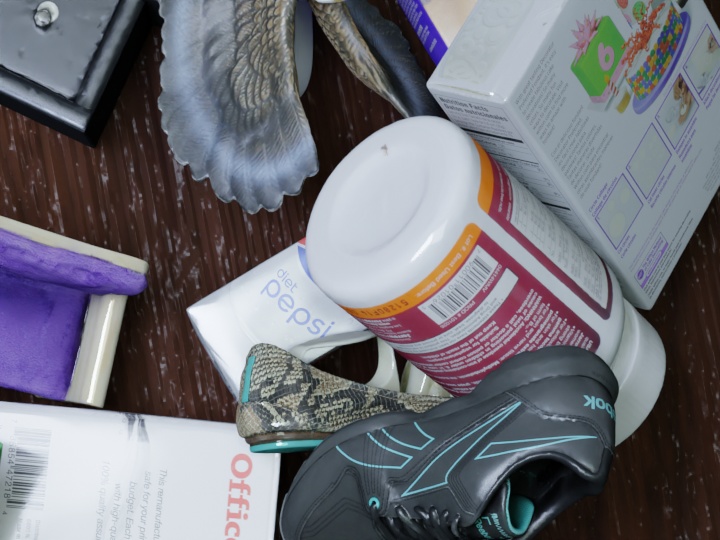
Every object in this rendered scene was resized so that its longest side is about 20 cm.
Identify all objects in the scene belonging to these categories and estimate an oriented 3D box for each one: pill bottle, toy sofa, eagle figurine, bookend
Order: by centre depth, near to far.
[{"bbox_3d":[0.071,0.015,1.079,0.200,0.109,0.110,39,83,-37],"label":"pill bottle"},{"bbox_3d":[-0.217,0.012,1.090,0.199,0.097,0.084,19,79,-37],"label":"toy sofa"},{"bbox_3d":[-0.033,-0.148,1.091,0.150,0.151,0.202,1,115,10],"label":"eagle figurine"},{"bbox_3d":[-0.227,-0.108,1.147,0.197,0.092,0.202,26,85,-1],"label":"bookend"}]

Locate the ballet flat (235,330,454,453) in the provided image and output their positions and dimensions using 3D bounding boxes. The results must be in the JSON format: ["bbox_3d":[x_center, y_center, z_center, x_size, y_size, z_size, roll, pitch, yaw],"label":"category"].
[{"bbox_3d":[0.017,0.072,1.124,0.199,0.068,0.076,12,72,-39],"label":"ballet flat"}]

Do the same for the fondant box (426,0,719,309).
[{"bbox_3d":[0.133,-0.094,1.112,0.058,0.200,0.145,17,68,40],"label":"fondant box"}]

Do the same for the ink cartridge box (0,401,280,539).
[{"bbox_3d":[-0.148,0.151,1.135,0.198,0.084,0.147,6,85,-2],"label":"ink cartridge box"}]

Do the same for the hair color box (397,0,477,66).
[{"bbox_3d":[0.060,-0.205,1.186,0.109,0.065,0.201,-31,86,-5],"label":"hair color box"}]

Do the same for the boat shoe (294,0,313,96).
[{"bbox_3d":[-0.072,-0.193,1.167,0.066,0.070,0.202,-3,92,-42],"label":"boat shoe"}]

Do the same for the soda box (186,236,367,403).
[{"bbox_3d":[0.000,0.000,1.164,0.199,0.068,0.064,-31,88,-5],"label":"soda box"}]

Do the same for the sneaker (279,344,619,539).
[{"bbox_3d":[0.042,0.109,1.035,0.199,0.080,0.075,-29,132,22],"label":"sneaker"}]

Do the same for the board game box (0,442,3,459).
[{"bbox_3d":[-0.279,0.093,1.043,0.199,0.135,0.029,28,44,9],"label":"board game box"}]
